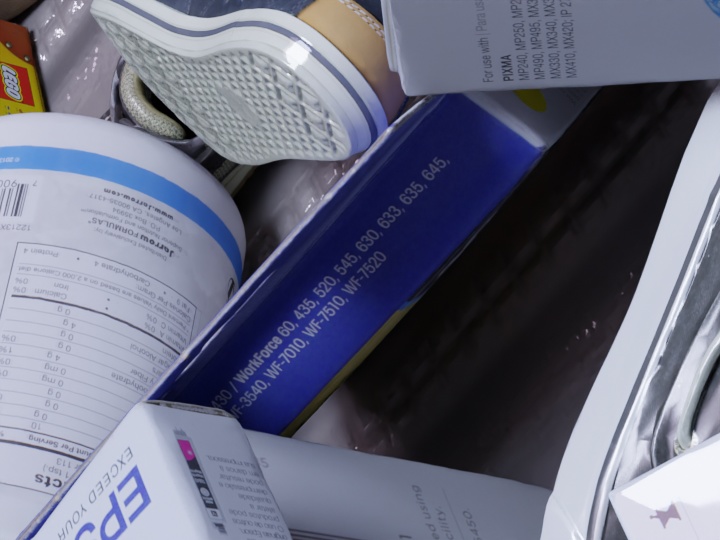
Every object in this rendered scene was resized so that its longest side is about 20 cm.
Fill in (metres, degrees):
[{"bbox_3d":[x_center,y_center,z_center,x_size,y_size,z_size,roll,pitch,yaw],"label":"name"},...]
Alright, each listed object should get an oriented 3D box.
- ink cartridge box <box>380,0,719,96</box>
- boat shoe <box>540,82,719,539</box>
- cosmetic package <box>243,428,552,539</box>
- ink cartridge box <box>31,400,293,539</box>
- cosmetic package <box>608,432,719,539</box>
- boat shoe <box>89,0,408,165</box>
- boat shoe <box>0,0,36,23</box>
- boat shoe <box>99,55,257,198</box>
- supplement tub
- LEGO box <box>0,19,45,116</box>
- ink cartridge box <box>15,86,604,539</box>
[{"bbox_3d":[0.103,-0.131,0.692,0.199,0.083,0.146,-3,61,6],"label":"ink cartridge box"},{"bbox_3d":[0.104,0.040,0.698,0.064,0.071,0.201,17,92,52],"label":"boat shoe"},{"bbox_3d":[-0.026,0.179,0.803,0.200,0.165,0.165,-47,47,31],"label":"cosmetic package"},{"bbox_3d":[-0.064,0.172,0.689,0.197,0.043,0.200,-51,46,28],"label":"ink cartridge box"},{"bbox_3d":[0.168,0.107,0.605,0.151,0.052,0.201,-32,72,22],"label":"cosmetic package"},{"bbox_3d":[-0.031,-0.078,0.862,0.062,0.075,0.200,-47,22,-14],"label":"boat shoe"},{"bbox_3d":[-0.189,-0.133,1.161,0.200,0.072,0.065,-43,54,42],"label":"boat shoe"},{"bbox_3d":[-0.064,-0.068,0.994,0.200,0.065,0.073,-35,56,41],"label":"boat shoe"},{"bbox_3d":[-0.117,0.057,0.938,0.132,0.132,0.201,-27,44,44],"label":"supplement tub"},{"bbox_3d":[-0.196,0.007,1.124,0.149,0.077,0.201,-40,52,37],"label":"LEGO box"},{"bbox_3d":[0.000,0.000,0.815,0.047,0.200,0.198,42,121,-1],"label":"ink cartridge box"}]
